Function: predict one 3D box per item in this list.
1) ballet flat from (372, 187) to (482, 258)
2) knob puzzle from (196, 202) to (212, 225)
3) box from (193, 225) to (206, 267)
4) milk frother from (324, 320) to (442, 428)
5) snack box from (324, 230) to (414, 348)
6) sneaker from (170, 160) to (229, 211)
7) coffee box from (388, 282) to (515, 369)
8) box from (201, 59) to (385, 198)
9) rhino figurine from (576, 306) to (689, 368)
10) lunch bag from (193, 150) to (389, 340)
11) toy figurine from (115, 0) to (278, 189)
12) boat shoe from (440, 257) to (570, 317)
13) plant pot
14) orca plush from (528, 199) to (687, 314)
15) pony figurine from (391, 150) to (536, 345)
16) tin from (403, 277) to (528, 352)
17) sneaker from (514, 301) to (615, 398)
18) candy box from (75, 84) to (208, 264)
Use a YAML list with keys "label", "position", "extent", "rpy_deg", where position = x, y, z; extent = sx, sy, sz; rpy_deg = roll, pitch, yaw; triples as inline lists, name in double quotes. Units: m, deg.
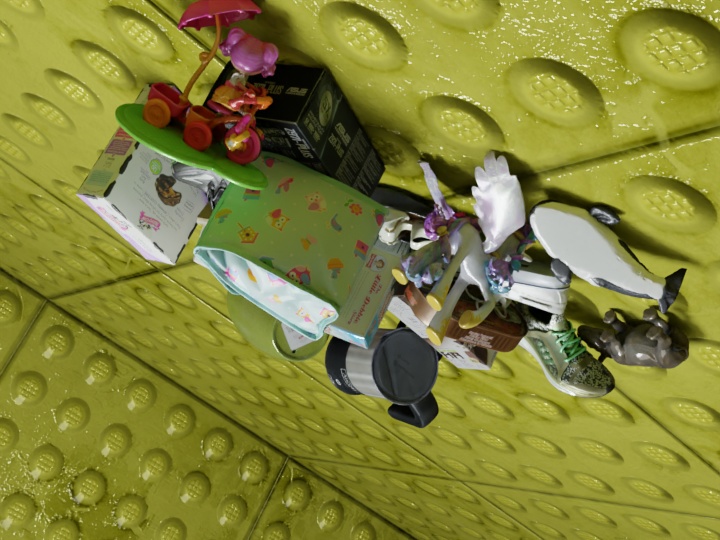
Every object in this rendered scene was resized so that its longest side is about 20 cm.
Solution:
- label: "ballet flat"
  position: [0.071, -0.060, 1.394]
  extent: [0.197, 0.074, 0.073]
  rpy_deg: [21, 159, 17]
- label: "knob puzzle"
  position: [-0.124, -0.077, 1.488]
  extent: [0.215, 0.031, 0.220]
  rpy_deg: [7, -159, -3]
- label: "box"
  position: [-0.172, -0.048, 1.577]
  extent: [0.094, 0.079, 0.200]
  rpy_deg: [24, -165, 12]
- label: "milk frother"
  position: [0.074, 0.130, 1.631]
  extent: [0.180, 0.202, 0.187]
  rpy_deg: [38, 164, -20]
- label: "snack box"
  position: [0.000, 0.000, 1.440]
  extent: [0.115, 0.202, 0.037]
  rpy_deg: [19, 157, 20]
- label: "sneaker"
  position: [-0.168, -0.093, 1.353]
  extent: [0.198, 0.085, 0.077]
  rpy_deg: [29, 159, -2]
- label: "coffee box"
  position: [0.129, 0.047, 1.514]
  extent: [0.199, 0.114, 0.079]
  rpy_deg: [39, 157, -28]
- label: "box"
  position: [-0.084, -0.170, 1.313]
  extent: [0.162, 0.087, 0.200]
  rpy_deg: [13, 155, 34]
- label: "rhino figurine"
  position: [0.371, 0.100, 1.411]
  extent: [0.087, 0.060, 0.199]
  rpy_deg: [39, 158, -22]
- label: "lunch bag"
  position: [-0.091, -0.040, 1.260]
  extent: [0.198, 0.172, 0.122]
  rpy_deg: [29, 152, -4]
- label: "toy figurine"
  position: [-0.159, -0.220, 1.167]
  extent: [0.198, 0.186, 0.150]
  rpy_deg: [29, -161, 3]
- label: "boat shoe"
  position: [0.193, 0.025, 1.402]
  extent: [0.199, 0.074, 0.088]
  rpy_deg: [11, 111, 26]
- label: "plant pot"
  position: [-0.119, 0.072, 1.677]
  extent: [0.186, 0.188, 0.200]
  rpy_deg: [35, -175, -20]
- label: "orca plush"
  position: [0.297, -0.031, 1.231]
  extent: [0.197, 0.071, 0.107]
  rpy_deg: [18, 113, 9]
- label: "pony figurine"
  position: [0.132, -0.035, 1.262]
  extent: [0.165, 0.200, 0.194]
  rpy_deg: [11, 139, 53]
- label: "tin"
  position: [0.147, 0.056, 1.415]
  extent: [0.198, 0.113, 0.042]
  rpy_deg: [17, 124, -31]
- label: "sneaker"
  position: [0.283, 0.100, 1.445]
  extent: [0.200, 0.076, 0.089]
  rpy_deg: [43, 152, 30]
- label: "candy box"
  position: [-0.294, -0.140, 1.485]
  extent: [0.071, 0.202, 0.168]
  rpy_deg: [10, 153, 38]
